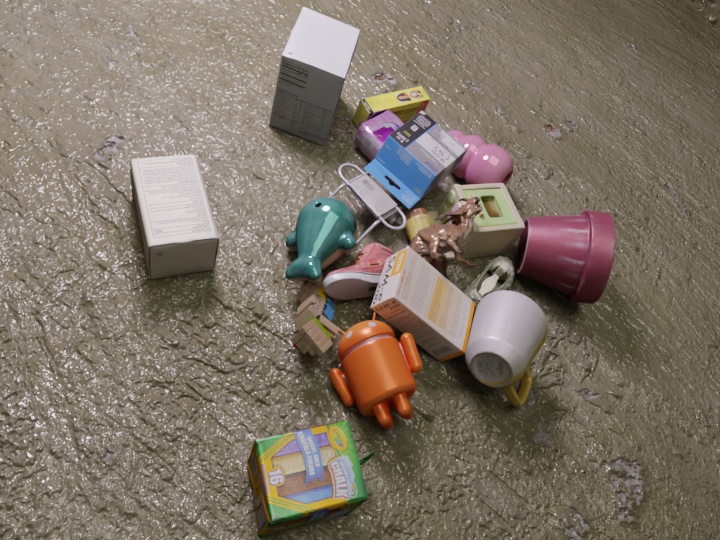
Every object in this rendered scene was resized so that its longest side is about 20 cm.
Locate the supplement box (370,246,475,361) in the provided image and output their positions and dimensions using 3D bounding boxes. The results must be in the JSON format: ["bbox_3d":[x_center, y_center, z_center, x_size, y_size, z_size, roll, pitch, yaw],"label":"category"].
[{"bbox_3d":[0.126,0.068,1.150,0.199,0.073,0.128,38,50,-21],"label":"supplement box"}]

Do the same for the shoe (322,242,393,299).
[{"bbox_3d":[0.000,0.000,1.185,0.197,0.072,0.092,-1,54,-35],"label":"shoe"}]

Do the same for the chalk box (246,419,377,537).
[{"bbox_3d":[-0.067,0.323,0.923,0.196,0.125,0.126,-5,59,-21],"label":"chalk box"}]

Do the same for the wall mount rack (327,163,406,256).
[{"bbox_3d":[-0.002,-0.132,1.279,0.173,0.075,0.200,-33,73,-37],"label":"wall mount rack"}]

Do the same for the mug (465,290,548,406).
[{"bbox_3d":[0.285,0.154,1.128,0.186,0.150,0.153,39,41,2],"label":"mug"}]

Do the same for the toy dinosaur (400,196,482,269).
[{"bbox_3d":[0.163,-0.070,1.212,0.196,0.086,0.138,-13,61,-10],"label":"toy dinosaur"}]

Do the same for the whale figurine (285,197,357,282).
[{"bbox_3d":[-0.084,-0.065,1.156,0.156,0.105,0.202,5,43,23],"label":"whale figurine"}]

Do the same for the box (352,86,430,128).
[{"bbox_3d":[0.079,-0.407,1.484,0.197,0.076,0.051,-22,69,-31],"label":"box"}]

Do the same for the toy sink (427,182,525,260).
[{"bbox_3d":[0.248,-0.113,1.328,0.196,0.113,0.132,-6,60,-22],"label":"toy sink"}]

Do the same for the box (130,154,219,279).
[{"bbox_3d":[-0.352,-0.104,1.106,0.125,0.110,0.203,-9,62,-25],"label":"box"}]

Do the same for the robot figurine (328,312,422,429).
[{"bbox_3d":[0.027,0.178,1.056,0.115,0.144,0.203,2,55,-44],"label":"robot figurine"}]

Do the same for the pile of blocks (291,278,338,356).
[{"bbox_3d":[-0.090,0.097,1.095,0.082,0.062,0.202,40,26,-22],"label":"pile of blocks"}]

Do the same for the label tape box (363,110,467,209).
[{"bbox_3d":[0.125,-0.251,1.312,0.144,0.064,0.200,42,56,10],"label":"label tape box"}]

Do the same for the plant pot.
[{"bbox_3d":[0.450,-0.041,1.317,0.175,0.202,0.203,10,53,6],"label":"plant pot"}]

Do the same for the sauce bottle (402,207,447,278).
[{"bbox_3d":[0.148,-0.035,1.269,0.065,0.066,0.204,-6,64,-23],"label":"sauce bottle"}]

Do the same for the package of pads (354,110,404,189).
[{"bbox_3d":[0.090,-0.280,1.402,0.200,0.076,0.120,46,54,13],"label":"package of pads"}]

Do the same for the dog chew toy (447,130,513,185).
[{"bbox_3d":[0.275,-0.272,1.443,0.199,0.126,0.124,39,53,18],"label":"dog chew toy"}]

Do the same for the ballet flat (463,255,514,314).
[{"bbox_3d":[0.292,0.023,1.285,0.072,0.072,0.200,41,53,10],"label":"ballet flat"}]

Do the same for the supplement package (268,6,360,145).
[{"bbox_3d":[-0.108,-0.447,1.362,0.144,0.201,0.194,18,54,-7],"label":"supplement package"}]
